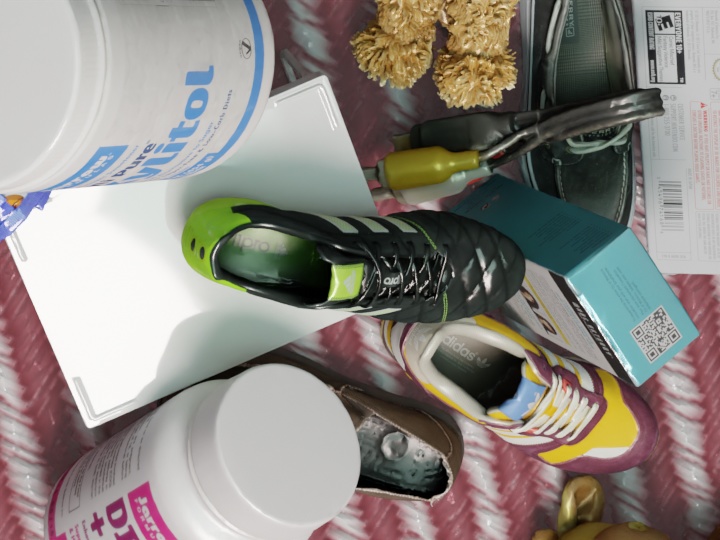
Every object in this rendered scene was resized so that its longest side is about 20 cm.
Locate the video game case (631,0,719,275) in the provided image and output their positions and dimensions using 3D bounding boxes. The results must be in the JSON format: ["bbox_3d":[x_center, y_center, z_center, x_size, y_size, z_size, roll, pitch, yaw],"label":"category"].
[{"bbox_3d":[0.260,-0.089,1.584,0.180,0.045,0.201,3,123,16],"label":"video game case"}]

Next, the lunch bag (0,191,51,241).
[{"bbox_3d":[-0.249,-0.103,1.441,0.124,0.200,0.170,-44,109,1],"label":"lunch bag"}]

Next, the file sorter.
[{"bbox_3d":[-0.100,-0.026,1.537,0.199,0.125,0.139,-23,110,-6],"label":"file sorter"}]

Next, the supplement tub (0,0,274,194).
[{"bbox_3d":[-0.142,-0.107,1.335,0.131,0.200,0.133,3,97,27],"label":"supplement tub"}]

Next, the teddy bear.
[{"bbox_3d":[0.060,-0.195,1.545,0.145,0.067,0.200,35,103,16],"label":"teddy bear"}]

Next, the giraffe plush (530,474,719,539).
[{"bbox_3d":[0.187,0.208,1.664,0.162,0.173,0.200,29,131,-14],"label":"giraffe plush"}]

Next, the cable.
[{"bbox_3d":[0.098,-0.070,1.553,0.199,0.097,0.051,-6,87,31],"label":"cable"}]

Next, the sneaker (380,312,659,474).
[{"bbox_3d":[0.105,0.080,1.632,0.199,0.090,0.075,25,98,-18],"label":"sneaker"}]

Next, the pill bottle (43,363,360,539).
[{"bbox_3d":[-0.092,0.130,1.523,0.113,0.200,0.114,15,61,-29],"label":"pill bottle"}]

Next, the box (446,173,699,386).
[{"bbox_3d":[0.119,0.002,1.553,0.049,0.200,0.082,-38,111,-9],"label":"box"}]

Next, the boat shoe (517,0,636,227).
[{"bbox_3d":[0.132,-0.097,1.600,0.072,0.071,0.201,-14,108,-9],"label":"boat shoe"}]

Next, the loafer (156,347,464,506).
[{"bbox_3d":[-0.025,0.096,1.614,0.199,0.071,0.073,11,102,-13],"label":"loafer"}]

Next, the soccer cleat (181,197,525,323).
[{"bbox_3d":[0.000,0.000,1.458,0.199,0.081,0.068,6,105,-15],"label":"soccer cleat"}]
